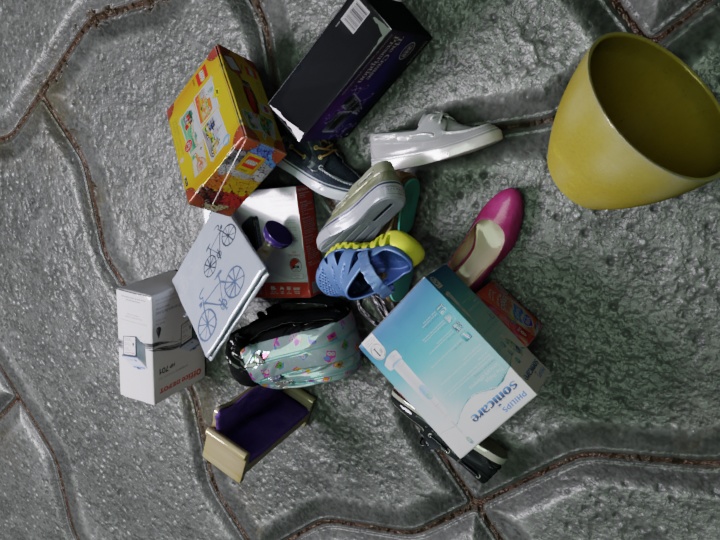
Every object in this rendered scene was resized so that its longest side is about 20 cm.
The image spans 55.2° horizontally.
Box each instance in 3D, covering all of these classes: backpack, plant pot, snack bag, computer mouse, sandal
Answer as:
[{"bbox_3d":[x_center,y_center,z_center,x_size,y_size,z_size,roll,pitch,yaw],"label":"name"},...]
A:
[{"bbox_3d":[-0.095,0.119,1.104,0.198,0.167,0.127,-12,106,17],"label":"backpack"},{"bbox_3d":[0.303,-0.152,0.807,0.200,0.200,0.142,52,145,8],"label":"plant pot"},{"bbox_3d":[-0.231,0.010,1.105,0.189,0.021,0.200,-56,48,20],"label":"snack bag"},{"bbox_3d":[0.000,0.000,1.066,0.058,0.034,0.201,-33,75,28],"label":"computer mouse"},{"bbox_3d":[-0.003,0.005,0.971,0.079,0.087,0.199,43,145,-20],"label":"sandal"}]

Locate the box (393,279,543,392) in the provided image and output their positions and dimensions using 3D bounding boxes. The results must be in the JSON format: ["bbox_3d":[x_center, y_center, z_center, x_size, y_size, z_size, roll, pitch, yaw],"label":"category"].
[{"bbox_3d":[0.154,0.125,0.992,0.103,0.095,0.200,44,118,11],"label":"box"}]

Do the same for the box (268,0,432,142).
[{"bbox_3d":[-0.013,-0.278,0.957,0.079,0.141,0.200,49,120,6],"label":"box"}]

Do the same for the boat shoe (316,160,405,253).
[{"bbox_3d":[0.000,-0.085,0.989,0.200,0.072,0.062,-35,54,48],"label":"boat shoe"}]

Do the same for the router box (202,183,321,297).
[{"bbox_3d":[-0.165,-0.047,1.149,0.199,0.049,0.181,-2,102,29],"label":"router box"}]

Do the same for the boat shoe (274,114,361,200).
[{"bbox_3d":[-0.064,-0.180,1.046,0.199,0.071,0.091,30,121,21],"label":"boat shoe"}]

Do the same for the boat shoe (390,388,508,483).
[{"bbox_3d":[0.124,0.255,1.054,0.198,0.074,0.066,29,103,9],"label":"boat shoe"}]

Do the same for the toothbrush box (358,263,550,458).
[{"bbox_3d":[0.122,0.117,0.903,0.200,0.085,0.147,46,118,11],"label":"toothbrush box"}]

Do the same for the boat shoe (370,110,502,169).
[{"bbox_3d":[0.100,-0.187,0.966,0.199,0.072,0.069,-6,100,39],"label":"boat shoe"}]

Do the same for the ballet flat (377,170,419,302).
[{"bbox_3d":[0.043,-0.054,1.025,0.072,0.068,0.201,24,123,38],"label":"ballet flat"}]

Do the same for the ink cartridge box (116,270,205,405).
[{"bbox_3d":[-0.354,0.116,1.237,0.085,0.146,0.202,9,107,24],"label":"ink cartridge box"}]

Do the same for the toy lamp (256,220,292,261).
[{"bbox_3d":[-0.184,0.007,1.112,0.058,0.058,0.200,48,120,10],"label":"toy lamp"}]

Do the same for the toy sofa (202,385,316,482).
[{"bbox_3d":[-0.160,0.245,1.133,0.082,0.200,0.098,29,120,20],"label":"toy sofa"}]

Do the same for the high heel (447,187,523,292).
[{"bbox_3d":[0.157,-0.023,0.953,0.067,0.096,0.201,40,118,14],"label":"high heel"}]

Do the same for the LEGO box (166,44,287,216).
[{"bbox_3d":[-0.206,-0.209,1.030,0.149,0.077,0.201,-41,54,29],"label":"LEGO box"}]
